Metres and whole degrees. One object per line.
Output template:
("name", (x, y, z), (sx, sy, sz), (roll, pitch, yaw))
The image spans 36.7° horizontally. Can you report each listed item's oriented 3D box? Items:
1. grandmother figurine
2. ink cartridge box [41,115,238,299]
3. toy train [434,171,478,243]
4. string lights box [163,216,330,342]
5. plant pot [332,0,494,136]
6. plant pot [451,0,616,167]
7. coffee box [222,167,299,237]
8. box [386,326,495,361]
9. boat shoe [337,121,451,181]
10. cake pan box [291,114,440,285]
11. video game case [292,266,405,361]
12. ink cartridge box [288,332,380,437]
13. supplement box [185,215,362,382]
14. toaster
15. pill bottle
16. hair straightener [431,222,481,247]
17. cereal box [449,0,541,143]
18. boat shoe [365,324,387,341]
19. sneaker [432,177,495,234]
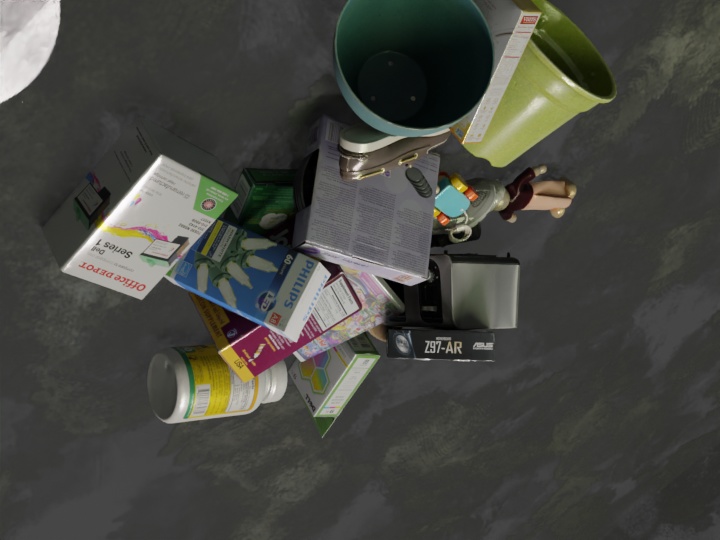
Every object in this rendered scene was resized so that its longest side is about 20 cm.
("grandmother figurine", (0.268, -0.123, 1.773), (0.198, 0.061, 0.122), (-6, 127, -38))
("ink cartridge box", (-0.276, -0.073, 1.358), (0.200, 0.084, 0.144), (-45, 143, 15))
("toy train", (0.072, -0.089, 1.596), (0.198, 0.056, 0.151), (-6, 136, -19))
("string lights box", (-0.151, 0.004, 1.416), (0.104, 0.198, 0.059), (-63, 159, -10))
("plant pot", (0.054, -0.253, 1.360), (0.199, 0.202, 0.135), (-25, 175, -14))
("plant pot", (0.216, -0.250, 1.491), (0.199, 0.202, 0.184), (8, 138, -44))
("coffee box", (-0.141, -0.053, 1.527), (0.122, 0.044, 0.201), (-3, 133, -36))
("box", (0.119, 0.112, 1.666), (0.158, 0.044, 0.200), (1, 178, 2))
("boat shoe", (0.048, -0.165, 1.429), (0.199, 0.072, 0.060), (-22, 130, -42))
("cake pan box", (0.007, -0.093, 1.451), (0.198, 0.186, 0.052), (15, 158, -26))
("video game case", (-0.053, 0.051, 1.631), (0.199, 0.018, 0.143), (-27, 121, 25))
("ink cartridge box", (-0.058, 0.173, 1.804), (0.059, 0.104, 0.201), (5, 129, -42))
("supplement box", (-0.119, 0.037, 1.497), (0.199, 0.131, 0.103), (-33, 145, -3))
("toaster", (0.141, 0.030, 1.709), (0.199, 0.180, 0.120), (1, 90, -42))
("pill bottle", (-0.215, 0.168, 1.661), (0.198, 0.113, 0.113), (-2, 133, -37))
("hair straightener", (0.106, -0.056, 1.711), (0.198, 0.077, 0.041), (-5, 93, -25))
("cereal box", (0.145, -0.288, 1.407), (0.039, 0.144, 0.201), (-6, 135, -32))
("boat shoe", (0.000, 0.055, 1.749), (0.200, 0.064, 0.072), (34, 79, -50))
("sneaker", (0.121, -0.100, 1.660), (0.198, 0.075, 0.082), (-23, 145, -16))
